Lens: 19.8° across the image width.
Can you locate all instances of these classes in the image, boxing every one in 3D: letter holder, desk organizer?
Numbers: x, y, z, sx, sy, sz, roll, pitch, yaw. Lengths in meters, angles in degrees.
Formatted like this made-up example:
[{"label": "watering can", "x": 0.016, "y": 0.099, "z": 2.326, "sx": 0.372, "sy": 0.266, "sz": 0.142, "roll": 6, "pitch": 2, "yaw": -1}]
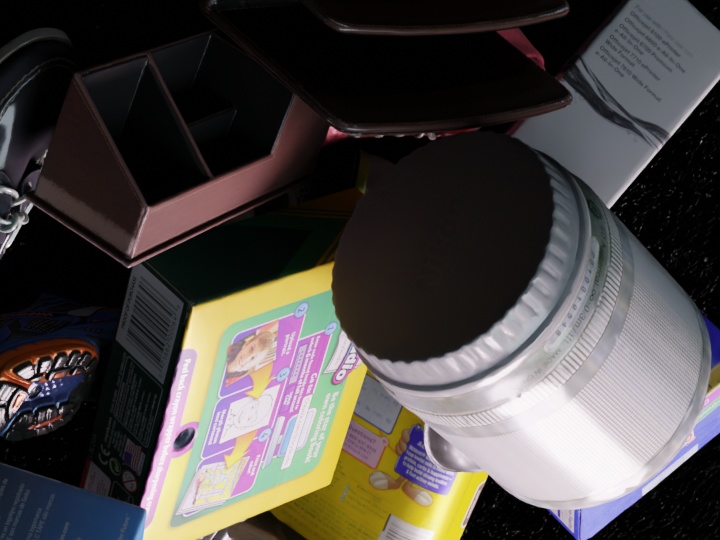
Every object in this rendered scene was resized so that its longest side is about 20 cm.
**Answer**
[{"label": "letter holder", "x": 0.037, "y": -0.157, "z": 1.155, "sx": 0.199, "sy": 0.142, "sz": 0.101, "roll": -11, "pitch": 136, "yaw": -44}, {"label": "desk organizer", "x": -0.087, "y": -0.076, "z": 1.118, "sx": 0.200, "sy": 0.072, "sz": 0.077, "roll": -30, "pitch": 148, "yaw": -58}]

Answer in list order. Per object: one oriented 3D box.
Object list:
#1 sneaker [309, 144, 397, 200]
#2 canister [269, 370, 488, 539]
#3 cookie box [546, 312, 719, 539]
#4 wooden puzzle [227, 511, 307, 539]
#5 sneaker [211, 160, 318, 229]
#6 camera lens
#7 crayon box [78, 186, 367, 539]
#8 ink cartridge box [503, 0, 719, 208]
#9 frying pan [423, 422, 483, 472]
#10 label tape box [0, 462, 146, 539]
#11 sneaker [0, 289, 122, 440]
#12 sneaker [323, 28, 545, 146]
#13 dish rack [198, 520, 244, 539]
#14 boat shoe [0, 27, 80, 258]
[{"label": "sneaker", "x": 0.000, "y": 0.000, "z": 1.323, "sx": 0.082, "sy": 0.072, "sz": 0.200, "roll": 10, "pitch": 143, "yaw": -7}, {"label": "canister", "x": 0.029, "y": 0.103, "z": 1.422, "sx": 0.086, "sy": 0.148, "sz": 0.201, "roll": -2, "pitch": 119, "yaw": -59}, {"label": "cookie box", "x": 0.160, "y": 0.070, "z": 1.529, "sx": 0.171, "sy": 0.200, "sz": 0.075, "roll": -36, "pitch": 149, "yaw": -16}, {"label": "wooden puzzle", "x": 0.014, "y": 0.220, "z": 1.497, "sx": 0.047, "sy": 0.184, "sz": 0.200, "roll": -68, "pitch": 163, "yaw": 11}, {"label": "sneaker", "x": -0.066, "y": 0.001, "z": 1.302, "sx": 0.089, "sy": 0.077, "sz": 0.201, "roll": -37, "pitch": 158, "yaw": -47}, {"label": "camera lens", "x": 0.096, "y": 0.033, "z": 1.178, "sx": 0.160, "sy": 0.160, "sz": 0.200, "roll": -47, "pitch": 134, "yaw": 2}, {"label": "crayon box", "x": -0.071, "y": 0.062, "z": 1.223, "sx": 0.172, "sy": 0.058, "sz": 0.201, "roll": -19, "pitch": 138, "yaw": -42}, {"label": "ink cartridge box", "x": 0.145, "y": -0.085, "z": 1.365, "sx": 0.200, "sy": 0.084, "sz": 0.145, "roll": -49, "pitch": 179, "yaw": -8}, {"label": "frying pan", "x": 0.079, "y": 0.062, "z": 1.306, "sx": 0.115, "sy": 0.031, "sz": 0.190, "roll": -41, "pitch": 141, "yaw": -14}, {"label": "label tape box", "x": -0.233, "y": 0.175, "z": 1.133, "sx": 0.066, "sy": 0.199, "sz": 0.144, "roll": 107, "pitch": -1, "yaw": -51}, {"label": "sneaker", "x": -0.165, "y": 0.042, "z": 1.212, "sx": 0.200, "sy": 0.078, "sz": 0.076, "roll": -2, "pitch": 125, "yaw": -58}, {"label": "sneaker", "x": 0.032, "y": -0.113, "z": 1.259, "sx": 0.199, "sy": 0.087, "sz": 0.074, "roll": -25, "pitch": 144, "yaw": -31}, {"label": "dish rack", "x": -0.160, "y": 0.187, "z": 1.428, "sx": 0.200, "sy": 0.044, "sz": 0.171, "roll": -53, "pitch": 149, "yaw": 13}, {"label": "boat shoe", "x": -0.193, "y": -0.033, "z": 1.097, "sx": 0.072, "sy": 0.063, "sz": 0.201, "roll": 6, "pitch": 121, "yaw": -51}]
